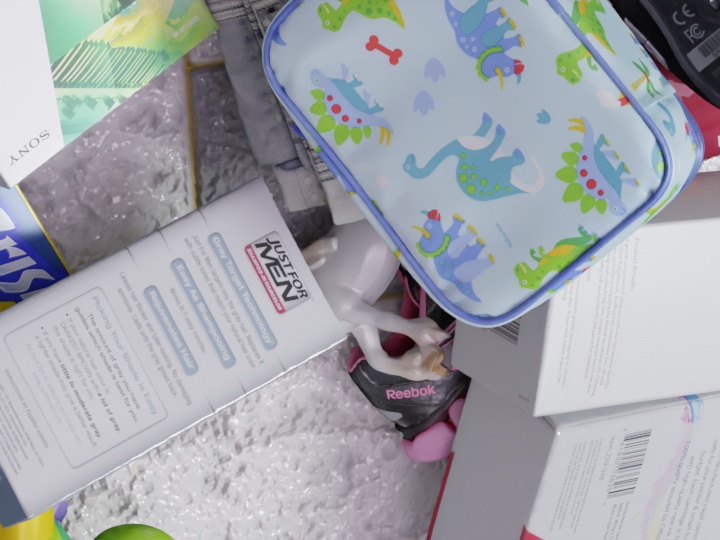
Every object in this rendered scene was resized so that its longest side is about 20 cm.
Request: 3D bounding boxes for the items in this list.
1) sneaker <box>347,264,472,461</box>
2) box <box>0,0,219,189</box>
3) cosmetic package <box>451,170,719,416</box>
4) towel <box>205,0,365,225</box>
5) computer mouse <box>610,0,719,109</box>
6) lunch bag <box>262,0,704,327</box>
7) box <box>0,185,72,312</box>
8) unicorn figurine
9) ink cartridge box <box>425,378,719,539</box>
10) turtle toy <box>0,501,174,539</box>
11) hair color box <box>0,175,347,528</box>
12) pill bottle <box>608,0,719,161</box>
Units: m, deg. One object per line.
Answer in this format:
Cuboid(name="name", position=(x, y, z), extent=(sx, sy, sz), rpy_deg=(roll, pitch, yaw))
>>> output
Cuboid(name="sneaker", position=(0.070, 0.012, 1.496), extent=(0.095, 0.079, 0.200), rpy_deg=(41, 86, -13))
Cuboid(name="box", position=(-0.180, -0.163, 1.305), extent=(0.144, 0.036, 0.201), rpy_deg=(-39, 114, -15))
Cuboid(name="cosmetic package", position=(0.158, 0.009, 1.417), extent=(0.199, 0.085, 0.108), rpy_deg=(-5, 111, -34))
Cuboid(name="towel", position=(0.020, -0.126, 1.348), extent=(0.199, 0.035, 0.194), rpy_deg=(-13, 115, 17))
Cuboid(name="computer mouse", position=(0.185, -0.178, 1.397), extent=(0.140, 0.046, 0.200), rpy_deg=(-43, 84, -15))
Cuboid(name="lunch bag", position=(0.057, -0.084, 1.280), extent=(0.161, 0.082, 0.200), rpy_deg=(-40, 85, 24))
Cuboid(name="box", position=(-0.188, 0.016, 1.393), extent=(0.064, 0.070, 0.201), rpy_deg=(-36, 114, -13))
Cuboid(name="unicorn figurine", position=(0.000, 0.000, 1.447), extent=(0.137, 0.074, 0.201), rpy_deg=(32, 81, 16))
Cuboid(name="ink cartridge box", position=(0.149, 0.116, 1.499), extent=(0.199, 0.086, 0.149), rpy_deg=(-8, 125, -36))
Cuboid(name="turtle toy", position=(-0.191, 0.170, 1.403), extent=(0.198, 0.101, 0.147), rpy_deg=(6, 104, 8))
Cuboid(name="hair color box", position=(-0.118, 0.041, 1.343), extent=(0.199, 0.061, 0.099), rpy_deg=(-29, 91, -23))
Cuboid(name="pill bottle", position=(0.176, -0.115, 1.464), extent=(0.199, 0.113, 0.114), rpy_deg=(-20, 111, 0))
